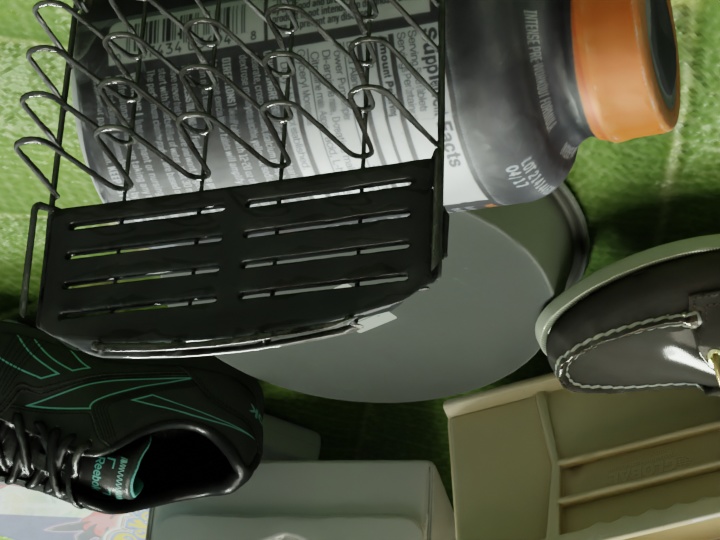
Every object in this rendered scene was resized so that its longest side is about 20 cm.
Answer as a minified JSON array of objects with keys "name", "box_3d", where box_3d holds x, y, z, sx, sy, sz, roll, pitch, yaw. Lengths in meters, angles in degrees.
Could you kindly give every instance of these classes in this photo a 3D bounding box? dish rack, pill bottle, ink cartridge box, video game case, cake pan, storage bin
[{"name":"dish rack","box_3d":[-0.042,-0.072,0.587,0.153,0.201,0.055,-8,154,20]},{"name":"pill bottle","box_3d":[0.009,-0.070,0.660,0.199,0.107,0.106,-7,144,19]},{"name":"ink cartridge box","box_3d":[-0.020,0.202,0.978,0.146,0.147,0.200,-1,151,12]},{"name":"video game case","box_3d":[-0.147,0.106,1.020,0.182,0.023,0.200,22,143,-22]},{"name":"cake pan","box_3d":[0.000,0.000,0.826,0.199,0.037,0.201,5,147,3]},{"name":"storage bin","box_3d":[0.163,0.127,0.904,0.198,0.094,0.200,-15,142,15]}]

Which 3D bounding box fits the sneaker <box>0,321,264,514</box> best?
[{"name":"sneaker","box_3d":[-0.141,0.072,0.891,0.199,0.079,0.076,0,119,-10]}]

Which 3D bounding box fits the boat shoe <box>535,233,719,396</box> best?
[{"name":"boat shoe","box_3d":[0.173,0.022,0.780,0.200,0.061,0.072,-14,146,11]}]
